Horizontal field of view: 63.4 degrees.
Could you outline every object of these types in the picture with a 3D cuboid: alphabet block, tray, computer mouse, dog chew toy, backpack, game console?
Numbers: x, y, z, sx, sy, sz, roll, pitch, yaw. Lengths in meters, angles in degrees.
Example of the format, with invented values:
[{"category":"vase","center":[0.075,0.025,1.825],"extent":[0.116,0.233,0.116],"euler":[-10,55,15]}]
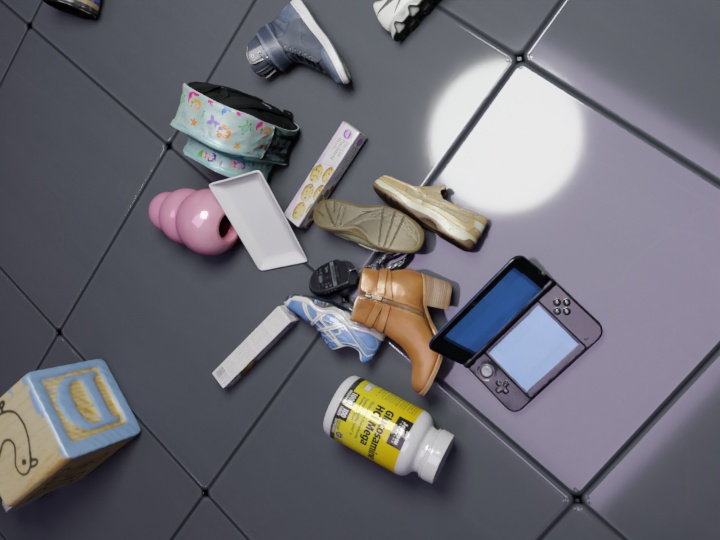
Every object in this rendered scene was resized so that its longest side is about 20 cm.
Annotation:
[{"category":"alphabet block","center":[-0.614,0.321,1.184],"extent":[0.200,0.196,0.195],"euler":[-39,75,17]},{"category":"tray","center":[-0.179,-0.089,1.051],"extent":[0.107,0.022,0.200],"euler":[-11,125,21]},{"category":"computer mouse","center":[0.000,0.000,1.033],"extent":[0.200,0.034,0.059],"euler":[-18,59,16]},{"category":"dog chew toy","center":[-0.324,-0.101,1.112],"extent":[0.200,0.125,0.125],"euler":[14,95,29]},{"category":"backpack","center":[-0.229,-0.247,1.027],"extent":[0.177,0.200,0.151],"euler":[30,101,18]},{"category":"game console","center":[0.238,0.103,0.890],"extent":[0.171,0.118,0.200],"euler":[46,106,15]}]

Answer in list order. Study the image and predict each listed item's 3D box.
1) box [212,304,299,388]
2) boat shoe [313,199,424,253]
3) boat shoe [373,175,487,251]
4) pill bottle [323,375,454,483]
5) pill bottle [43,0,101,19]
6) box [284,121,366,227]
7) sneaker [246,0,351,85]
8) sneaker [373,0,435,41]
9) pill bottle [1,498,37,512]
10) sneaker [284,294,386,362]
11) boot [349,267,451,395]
[{"category":"box","center":[-0.199,0.145,1.103],"extent":[0.200,0.039,0.041],"euler":[-45,77,16]},{"category":"boat shoe","center":[0.017,-0.071,1.008],"extent":[0.200,0.063,0.073],"euler":[13,79,18]},{"category":"boat shoe","center":[0.118,-0.111,0.971],"extent":[0.200,0.072,0.076],"euler":[33,87,11]},{"category":"pill bottle","center":[0.048,0.265,0.968],"extent":[0.200,0.112,0.113],"euler":[23,99,20]},{"category":"pill bottle","center":[-0.584,-0.641,1.212],"extent":[0.112,0.112,0.200],"euler":[18,96,20]},{"category":"box","center":[-0.064,-0.167,1.041],"extent":[0.041,0.039,0.200],"euler":[40,104,17]},{"category":"sneaker","center":[-0.115,-0.373,1.040],"extent":[0.146,0.077,0.202],"euler":[-35,68,7]},{"category":"sneaker","center":[0.101,-0.486,0.964],"extent":[0.200,0.074,0.089],"euler":[-41,78,16]},{"category":"pill bottle","center":[-0.781,0.423,1.294],"extent":[0.112,0.112,0.200],"euler":[-36,78,18]},{"category":"sneaker","center":[-0.052,0.095,1.025],"extent":[0.200,0.076,0.077],"euler":[21,93,21]},{"category":"boot","center":[0.058,0.096,0.957],"extent":[0.155,0.074,0.200],"euler":[10,80,-7]}]
